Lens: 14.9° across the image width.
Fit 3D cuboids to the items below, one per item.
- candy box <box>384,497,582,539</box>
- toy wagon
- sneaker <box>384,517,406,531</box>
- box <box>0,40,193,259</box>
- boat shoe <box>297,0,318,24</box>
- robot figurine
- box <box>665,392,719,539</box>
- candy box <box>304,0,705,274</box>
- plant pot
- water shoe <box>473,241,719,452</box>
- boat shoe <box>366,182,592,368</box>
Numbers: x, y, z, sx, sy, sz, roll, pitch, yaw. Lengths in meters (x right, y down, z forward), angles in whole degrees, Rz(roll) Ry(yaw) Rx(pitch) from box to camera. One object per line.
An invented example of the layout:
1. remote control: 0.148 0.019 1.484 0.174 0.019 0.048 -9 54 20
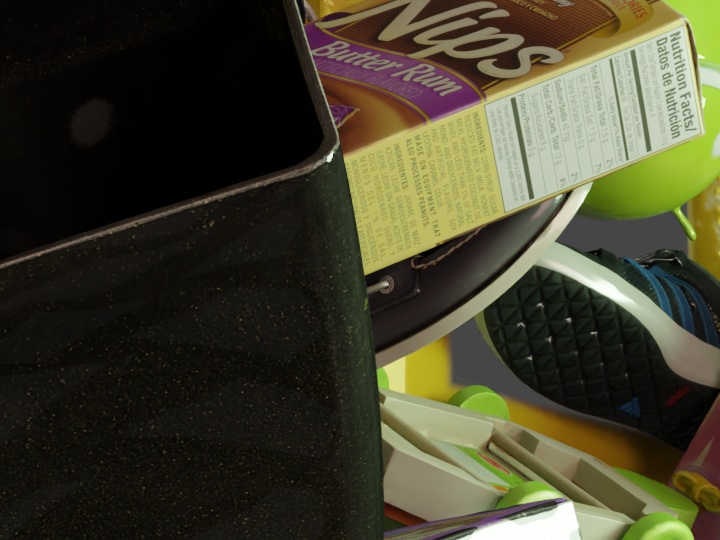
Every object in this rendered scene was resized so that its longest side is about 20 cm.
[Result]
1. candy box: -0.038 0.148 1.005 0.199 0.167 0.072 -14 88 -39
2. toy wagon: 0.075 0.091 1.155 0.199 0.155 0.040 16 100 -35
3. sneaker: 0.077 0.162 1.152 0.200 0.115 0.075 43 54 -20
4. box: -0.138 0.027 0.976 0.145 0.199 0.036 54 10 -18
5. boat shoe: -0.037 -0.069 1.134 0.199 0.093 0.075 33 29 -26
6. robot figurine: 0.115 -0.114 1.266 0.174 0.116 0.202 4 75 -28
7. box: 0.229 0.107 1.197 0.096 0.176 0.201 27 97 -31
8. candy box: 0.018 -0.060 1.065 0.199 0.117 0.057 -22 121 -16
9. plant pot: -0.086 0.025 0.866 0.200 0.199 0.178 -106 177 -61
10. water shoe: 0.125 0.025 1.276 0.199 0.071 0.079 31 37 -32
11. boat shoe: 0.000 0.000 1.099 0.063 0.199 0.073 52 16 -17
